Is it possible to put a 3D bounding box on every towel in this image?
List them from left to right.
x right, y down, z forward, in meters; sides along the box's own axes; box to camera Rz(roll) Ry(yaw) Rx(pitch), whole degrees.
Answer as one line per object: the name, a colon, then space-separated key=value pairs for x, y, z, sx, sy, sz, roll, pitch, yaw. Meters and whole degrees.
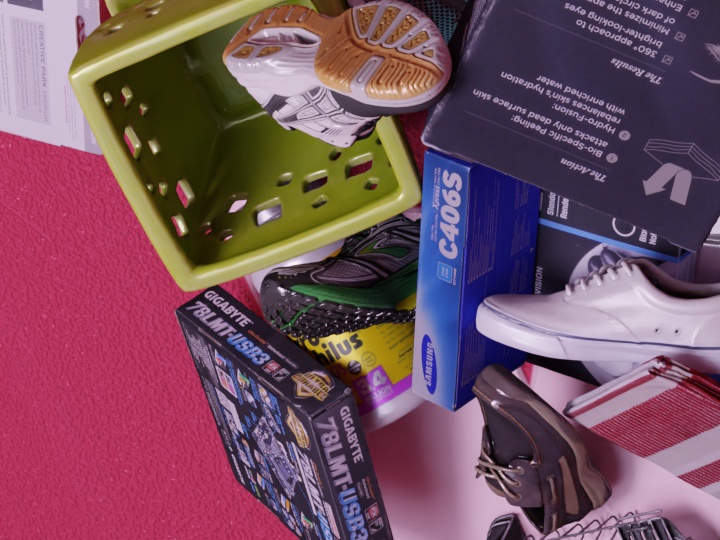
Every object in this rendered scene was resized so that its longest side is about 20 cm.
towel: x=0.259 y=0.125 z=1.637 sx=0.199 sy=0.023 sz=0.144 roll=28 pitch=155 yaw=-12

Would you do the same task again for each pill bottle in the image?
pill bottle: x=-0.017 y=0.021 z=1.791 sx=0.104 sy=0.104 sz=0.201 roll=-28 pitch=96 yaw=39

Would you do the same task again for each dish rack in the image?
dish rack: x=0.197 y=0.258 z=1.807 sx=0.199 sy=0.055 sz=0.154 roll=-17 pitch=105 yaw=36

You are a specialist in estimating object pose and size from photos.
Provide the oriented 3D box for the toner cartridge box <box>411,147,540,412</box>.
toner cartridge box: x=0.085 y=-0.007 z=1.662 sx=0.043 sy=0.095 sz=0.201 roll=23 pitch=125 yaw=33

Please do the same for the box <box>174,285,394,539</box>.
box: x=-0.056 y=0.134 z=1.830 sx=0.198 sy=0.050 sz=0.201 roll=34 pitch=149 yaw=46

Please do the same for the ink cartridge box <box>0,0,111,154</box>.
ink cartridge box: x=-0.256 y=-0.211 z=1.842 sx=0.175 sy=0.084 sz=0.201 roll=16 pitch=122 yaw=26

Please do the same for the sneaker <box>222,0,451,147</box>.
sneaker: x=0.000 y=-0.122 z=1.484 sx=0.199 sy=0.076 sz=0.088 roll=15 pitch=147 yaw=51

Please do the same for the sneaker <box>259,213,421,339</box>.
sneaker: x=0.000 y=0.000 z=1.702 sx=0.078 sy=0.199 sz=0.086 roll=-24 pitch=80 yaw=44

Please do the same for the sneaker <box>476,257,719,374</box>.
sneaker: x=0.181 y=0.025 z=1.617 sx=0.198 sy=0.073 sz=0.071 roll=5 pitch=104 yaw=11

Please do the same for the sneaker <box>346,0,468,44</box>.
sneaker: x=0.051 y=-0.202 z=1.606 sx=0.091 sy=0.200 sz=0.078 roll=-13 pitch=67 yaw=24

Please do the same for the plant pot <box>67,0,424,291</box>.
plant pot: x=-0.080 y=-0.135 z=1.663 sx=0.199 sy=0.182 sz=0.200 roll=-21 pitch=119 yaw=10

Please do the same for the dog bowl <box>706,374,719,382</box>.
dog bowl: x=0.299 y=0.047 z=1.631 sx=0.111 sy=0.050 sz=0.201 roll=32 pitch=128 yaw=16

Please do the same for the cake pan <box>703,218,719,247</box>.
cake pan: x=0.240 y=-0.112 z=1.565 sx=0.199 sy=0.037 sz=0.202 roll=5 pitch=102 yaw=26

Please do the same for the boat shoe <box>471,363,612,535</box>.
boat shoe: x=0.127 y=0.143 z=1.716 sx=0.074 sy=0.073 sz=0.200 roll=38 pitch=171 yaw=42

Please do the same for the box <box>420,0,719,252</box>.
box: x=0.168 y=-0.148 z=1.443 sx=0.196 sy=0.118 sz=0.201 roll=22 pitch=128 yaw=-6

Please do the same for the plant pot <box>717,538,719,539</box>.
plant pot: x=0.327 y=0.285 z=1.670 sx=0.199 sy=0.093 sz=0.202 roll=6 pitch=125 yaw=9

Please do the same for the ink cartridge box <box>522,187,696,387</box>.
ink cartridge box: x=0.152 y=-0.018 z=1.700 sx=0.199 sy=0.043 sz=0.199 roll=18 pitch=122 yaw=27
